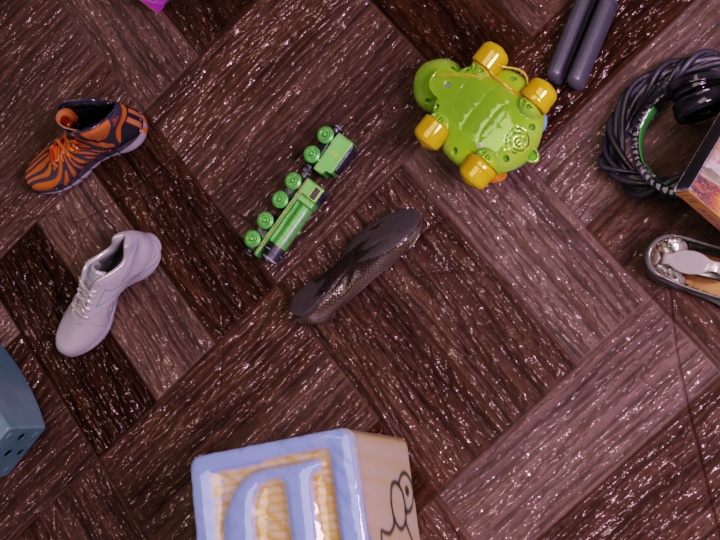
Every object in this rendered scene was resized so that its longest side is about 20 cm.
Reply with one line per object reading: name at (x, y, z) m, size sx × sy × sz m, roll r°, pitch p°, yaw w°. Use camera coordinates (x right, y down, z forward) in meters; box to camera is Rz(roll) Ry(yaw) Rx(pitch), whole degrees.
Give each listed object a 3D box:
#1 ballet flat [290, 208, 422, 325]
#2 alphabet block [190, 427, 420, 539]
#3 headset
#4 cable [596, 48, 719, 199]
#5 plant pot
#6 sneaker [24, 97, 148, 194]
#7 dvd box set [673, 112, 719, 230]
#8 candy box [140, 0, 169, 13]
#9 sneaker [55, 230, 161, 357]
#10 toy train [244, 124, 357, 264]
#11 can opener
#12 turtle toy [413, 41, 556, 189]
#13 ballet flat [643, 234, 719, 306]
ballet flat at (0.000, 0.000, 1.257) m, size 0.200 × 0.046 × 0.067 m, roll -41°, pitch 37°, yaw 2°
alphabet block at (-0.052, 0.287, 1.128) m, size 0.194 × 0.200 × 0.198 m, roll -11°, pitch 74°, yaw 17°
headset at (0.385, -0.160, 1.095) m, size 0.200 × 0.094 × 0.124 m, roll -40°, pitch 69°, yaw 19°
cable at (0.359, -0.162, 1.151) m, size 0.197 × 0.051 × 0.166 m, roll -15°, pitch 74°, yaw 17°
plant pot at (-0.529, 0.175, 1.368) m, size 0.200 × 0.141 × 0.142 m, roll 42°, pitch 95°, yaw 15°
sneaker at (-0.399, -0.180, 1.403) m, size 0.198 × 0.112 × 0.078 m, roll -30°, pitch 70°, yaw 12°
dvd box set at (0.426, -0.081, 1.035) m, size 0.199 × 0.029 × 0.147 m, roll 37°, pitch 82°, yaw -15°
candy box at (-0.349, -0.468, 1.433) m, size 0.061 × 0.136 × 0.201 m, roll -42°, pitch 67°, yaw 8°
sneaker at (-0.350, 0.025, 1.360) m, size 0.070 × 0.080 × 0.201 m, roll 38°, pitch 94°, yaw 21°
toy train at (-0.075, -0.094, 1.305) m, size 0.056 × 0.042 × 0.201 m, roll 35°, pitch 92°, yaw 12°
can opener at (0.273, -0.317, 1.206) m, size 0.053 × 0.067 × 0.202 m, roll 21°, pitch 86°, yaw 23°
turtle toy at (0.137, -0.186, 1.211) m, size 0.200 × 0.101 × 0.146 m, roll 43°, pitch 95°, yaw 23°
ballet flat at (0.398, 0.010, 1.092) m, size 0.198 × 0.064 × 0.068 m, roll 16°, pitch 84°, yaw 22°
